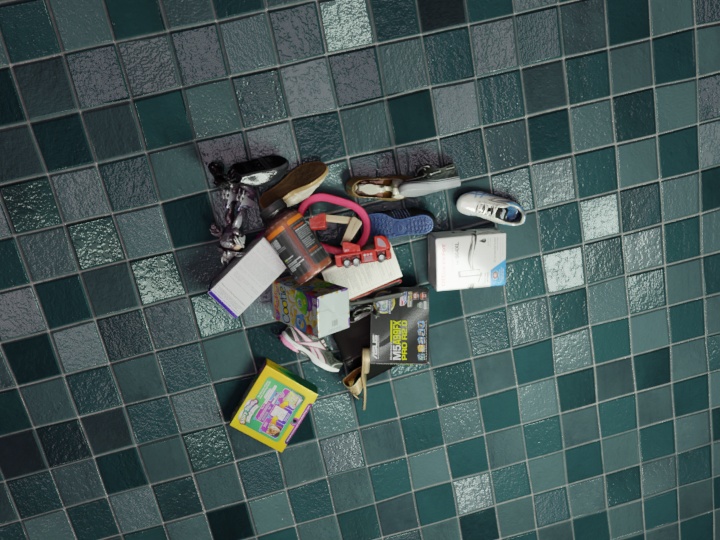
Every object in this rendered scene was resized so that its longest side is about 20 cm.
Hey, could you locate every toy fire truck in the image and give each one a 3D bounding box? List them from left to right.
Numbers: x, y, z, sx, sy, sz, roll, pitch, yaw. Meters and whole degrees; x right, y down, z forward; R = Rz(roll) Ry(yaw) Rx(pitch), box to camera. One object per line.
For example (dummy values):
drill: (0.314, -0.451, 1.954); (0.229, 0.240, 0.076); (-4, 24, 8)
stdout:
toy fire truck: (-0.025, -0.081, 1.528); (0.195, 0.049, 0.145); (-9, 88, 0)

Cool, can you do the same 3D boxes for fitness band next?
fitness band: (-0.070, -0.119, 1.573); (0.195, 0.037, 0.147); (16, 95, 0)

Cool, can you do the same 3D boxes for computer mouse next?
computer mouse: (-0.271, -0.236, 1.500); (0.196, 0.139, 0.054); (-14, 126, -18)

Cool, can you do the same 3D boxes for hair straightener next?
hair straightener: (0.025, 0.089, 1.593); (0.196, 0.041, 0.079); (-18, 77, 1)

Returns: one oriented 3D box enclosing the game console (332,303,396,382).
game console: (0.038, 0.194, 1.696); (0.197, 0.117, 0.179); (-26, 77, -1)

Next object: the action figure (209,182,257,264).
action figure: (-0.325, -0.115, 1.524); (0.128, 0.069, 0.205); (13, 92, 34)

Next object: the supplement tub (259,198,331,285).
supplement tub: (-0.164, -0.074, 1.486); (0.106, 0.107, 0.202); (-34, 95, 2)

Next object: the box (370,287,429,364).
box: (0.105, 0.148, 1.617); (0.156, 0.044, 0.205); (1, 78, 5)

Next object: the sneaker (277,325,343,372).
sneaker: (-0.121, 0.201, 1.646); (0.198, 0.080, 0.087); (34, 87, -20)

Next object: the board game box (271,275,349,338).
board game box: (-0.129, 0.083, 1.537); (0.103, 0.198, 0.106); (-15, 110, -40)

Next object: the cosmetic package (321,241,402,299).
cosmetic package: (0.000, 0.000, 1.603); (0.196, 0.087, 0.105); (-21, 104, -1)

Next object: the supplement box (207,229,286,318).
supplement box: (-0.284, 0.007, 1.558); (0.200, 0.101, 0.103); (-45, 106, 5)

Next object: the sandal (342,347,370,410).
sandal: (-0.014, 0.291, 1.646); (0.068, 0.078, 0.215); (3, 127, -2)

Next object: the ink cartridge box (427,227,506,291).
ink cartridge box: (0.286, -0.031, 1.639); (0.195, 0.084, 0.150); (-6, 105, -7)

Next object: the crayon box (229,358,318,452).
crayon box: (-0.240, 0.374, 1.681); (0.171, 0.058, 0.202); (31, 98, -13)

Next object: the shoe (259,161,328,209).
shoe: (-0.167, -0.210, 1.549); (0.197, 0.054, 0.071); (-31, 63, -2)

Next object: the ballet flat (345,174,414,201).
ballet flat: (0.060, -0.213, 1.566); (0.195, 0.072, 0.070); (2, 105, -9)

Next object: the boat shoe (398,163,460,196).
boat shoe: (0.173, -0.237, 1.564); (0.197, 0.072, 0.073); (-14, 89, -35)

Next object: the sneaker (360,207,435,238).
sneaker: (0.101, -0.127, 1.601); (0.195, 0.078, 0.072); (2, 108, 14)

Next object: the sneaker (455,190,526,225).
sneaker: (0.351, -0.166, 1.621); (0.195, 0.073, 0.074); (10, 105, -9)
